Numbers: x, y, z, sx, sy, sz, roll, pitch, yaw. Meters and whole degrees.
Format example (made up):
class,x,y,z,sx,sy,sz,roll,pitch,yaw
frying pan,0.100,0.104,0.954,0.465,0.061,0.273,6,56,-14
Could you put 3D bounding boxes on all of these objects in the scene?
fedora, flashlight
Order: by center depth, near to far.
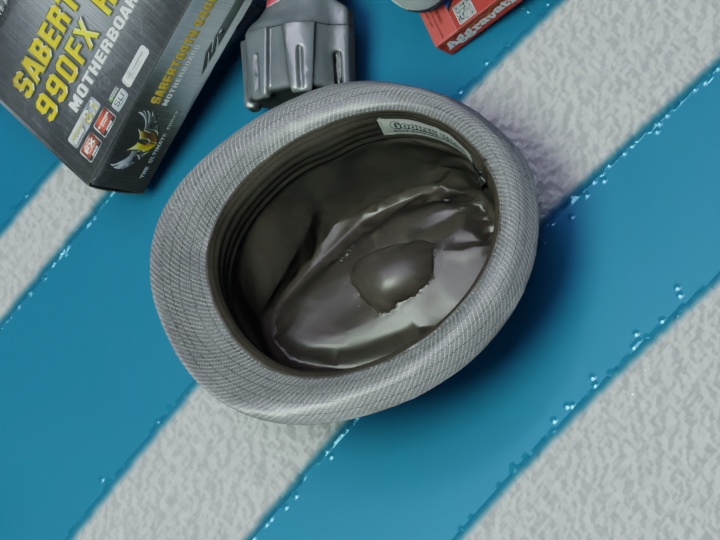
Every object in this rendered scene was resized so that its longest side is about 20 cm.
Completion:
class,x,y,z,sx,sy,sz,roll,pitch,yaw
fedora,0.000,0.000,1.455,0.199,0.090,0.177,-34,65,0
flashlight,-0.044,-0.186,1.547,0.068,0.068,0.201,3,77,-20

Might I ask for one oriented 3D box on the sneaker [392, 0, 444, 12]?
class,x,y,z,sx,sy,sz,roll,pitch,yaw
sneaker,0.001,-0.227,1.513,0.073,0.071,0.201,-14,71,5

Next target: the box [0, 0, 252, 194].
class,x,y,z,sx,sy,sz,roll,pitch,yaw
box,-0.131,-0.168,1.545,0.158,0.048,0.201,43,110,32

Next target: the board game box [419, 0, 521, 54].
class,x,y,z,sx,sy,sz,roll,pitch,yaw
board game box,0.045,-0.227,1.543,0.103,0.019,0.201,-35,63,22
